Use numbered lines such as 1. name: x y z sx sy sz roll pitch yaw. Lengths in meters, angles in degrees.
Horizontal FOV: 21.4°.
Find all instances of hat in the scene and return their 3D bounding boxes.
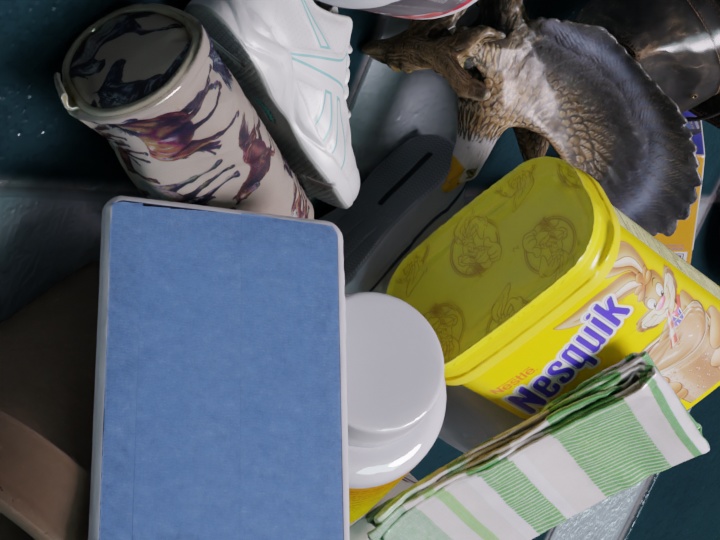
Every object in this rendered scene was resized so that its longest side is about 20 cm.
1. hat: 0.182 -0.146 1.195 0.081 0.201 0.201 -31 142 -11

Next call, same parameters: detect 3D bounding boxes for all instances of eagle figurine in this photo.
1. eagle figurine: 0.101 -0.106 1.170 0.199 0.153 0.151 19 138 -36

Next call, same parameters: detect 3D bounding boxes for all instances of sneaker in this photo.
1. sneaker: -0.030 -0.106 1.073 0.080 0.070 0.201 -53 149 -18
2. sneaker: 0.000 0.000 1.197 0.200 0.073 0.071 -39 136 -22

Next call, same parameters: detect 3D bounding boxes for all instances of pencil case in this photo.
1. pencil case: -0.092 -0.061 1.028 0.089 0.078 0.200 -39 145 -6

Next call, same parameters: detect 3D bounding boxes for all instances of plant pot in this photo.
1. plant pot: -0.151 0.095 1.021 0.175 0.199 0.201 -53 150 -31

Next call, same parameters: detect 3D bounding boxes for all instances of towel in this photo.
1. towel: 0.112 0.131 1.179 0.199 0.023 0.153 -31 148 9

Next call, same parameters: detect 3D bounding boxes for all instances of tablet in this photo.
1. tablet: -0.069 0.058 0.955 0.129 0.201 0.014 6 152 -15

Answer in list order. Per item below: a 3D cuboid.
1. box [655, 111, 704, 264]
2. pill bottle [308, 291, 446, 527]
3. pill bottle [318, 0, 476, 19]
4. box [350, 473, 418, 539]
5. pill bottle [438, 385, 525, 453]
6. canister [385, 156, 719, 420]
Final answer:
1. box: 0.221 -0.062 1.383 0.120 0.041 0.201 -85 177 -47
2. pill bottle: -0.017 0.083 1.085 0.109 0.109 0.200 -36 172 -25
3. pill bottle: 0.009 -0.185 0.955 0.111 0.110 0.200 -61 168 12
4. box: -0.024 0.181 1.332 0.082 0.068 0.199 -55 147 13
5. pill bottle: 0.115 0.025 1.314 0.200 0.110 0.111 -53 148 -21
6. canister: 0.131 0.030 1.162 0.148 0.087 0.200 -39 139 19
